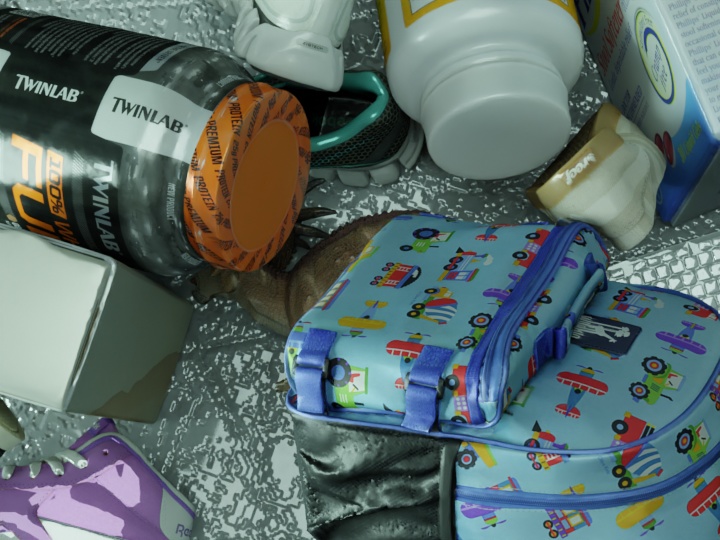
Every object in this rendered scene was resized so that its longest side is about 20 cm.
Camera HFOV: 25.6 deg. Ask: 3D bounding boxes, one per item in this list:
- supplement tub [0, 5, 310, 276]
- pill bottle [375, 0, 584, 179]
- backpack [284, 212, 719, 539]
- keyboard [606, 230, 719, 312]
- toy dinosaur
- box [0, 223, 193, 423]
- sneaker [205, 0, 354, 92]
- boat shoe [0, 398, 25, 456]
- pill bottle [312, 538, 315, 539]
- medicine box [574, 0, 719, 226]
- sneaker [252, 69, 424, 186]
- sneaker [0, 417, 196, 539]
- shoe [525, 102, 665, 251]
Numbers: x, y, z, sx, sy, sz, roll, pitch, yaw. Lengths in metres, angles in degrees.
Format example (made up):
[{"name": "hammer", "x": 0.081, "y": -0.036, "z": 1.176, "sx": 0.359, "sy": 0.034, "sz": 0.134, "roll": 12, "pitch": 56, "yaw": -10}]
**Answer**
[{"name": "supplement tub", "x": -0.136, "y": -0.068, "z": 0.846, "sx": 0.200, "sy": 0.123, "sz": 0.123, "roll": 14, "pitch": 79, "yaw": 24}, {"name": "pill bottle", "x": 0.063, "y": -0.154, "z": 0.888, "sx": 0.109, "sy": 0.109, "sz": 0.200, "roll": -8, "pitch": 59, "yaw": 2}, {"name": "backpack", "x": 0.087, "y": 0.062, "z": 0.732, "sx": 0.200, "sy": 0.183, "sz": 0.135, "roll": 7, "pitch": 122, "yaw": 30}, {"name": "keyboard", "x": 0.204, "y": 0.008, "z": 0.923, "sx": 0.200, "sy": 0.011, "sz": 0.056, "roll": -18, "pitch": 78, "yaw": 0}, {"name": "toy dinosaur", "x": 0.000, "y": 0.000, "z": 0.904, "sx": 0.200, "sy": 0.086, "sz": 0.136, "roll": -12, "pitch": 71, "yaw": -5}, {"name": "box", "x": -0.159, "y": 0.030, "z": 0.842, "sx": 0.095, "sy": 0.200, "sz": 0.078, "roll": 17, "pitch": 85, "yaw": 8}, {"name": "sneaker", "x": -0.044, "y": -0.170, "z": 0.896, "sx": 0.075, "sy": 0.200, "sz": 0.081, "roll": 11, "pitch": 112, "yaw": -27}, {"name": "boat shoe", "x": -0.263, "y": 0.053, "z": 0.883, "sx": 0.068, "sy": 0.072, "sz": 0.200, "roll": -47, "pitch": 51, "yaw": -1}, {"name": "pill bottle", "x": 0.044, "y": 0.162, "z": 0.817, "sx": 0.200, "sy": 0.104, "sz": 0.104, "roll": -12, "pitch": 78, "yaw": 1}, {"name": "medicine box", "x": 0.187, "y": -0.150, "z": 0.869, "sx": 0.103, "sy": 0.182, "sz": 0.200, "roll": -21, "pitch": 78, "yaw": -2}, {"name": "sneaker", "x": -0.064, "y": -0.089, "z": 0.918, "sx": 0.200, "sy": 0.091, "sz": 0.078, "roll": -7, "pitch": 77, "yaw": 2}, {"name": "sneaker", "x": -0.191, "y": 0.125, "z": 0.898, "sx": 0.200, "sy": 0.073, "sz": 0.114, "roll": 22, "pitch": 77, "yaw": -3}, {"name": "shoe", "x": 0.129, "y": -0.046, "z": 0.851, "sx": 0.053, "sy": 0.200, "sz": 0.070, "roll": 42, "pitch": 103, "yaw": 0}]
